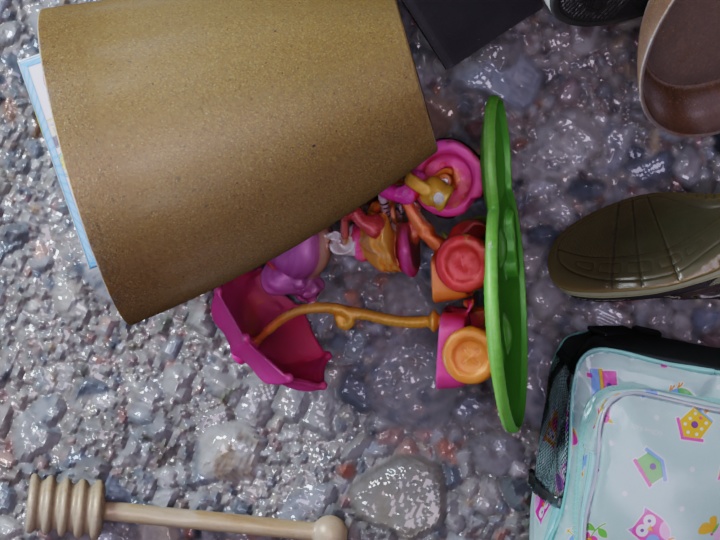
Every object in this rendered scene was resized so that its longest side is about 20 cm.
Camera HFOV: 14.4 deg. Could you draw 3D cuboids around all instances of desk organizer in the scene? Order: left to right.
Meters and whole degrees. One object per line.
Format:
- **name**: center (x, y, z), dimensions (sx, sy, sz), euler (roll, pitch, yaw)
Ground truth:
- **desk organizer**: center (0.035, -0.203, 1.637), dimensions (0.072, 0.200, 0.077), euler (-33, 63, 4)

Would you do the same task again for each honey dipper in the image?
- **honey dipper**: center (-0.107, 0.155, 1.761), dimensions (0.199, 0.038, 0.038), euler (7, 96, -4)

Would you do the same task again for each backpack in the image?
- **backpack**: center (0.187, 0.150, 1.703), dimensions (0.175, 0.153, 0.201), euler (10, 102, -6)

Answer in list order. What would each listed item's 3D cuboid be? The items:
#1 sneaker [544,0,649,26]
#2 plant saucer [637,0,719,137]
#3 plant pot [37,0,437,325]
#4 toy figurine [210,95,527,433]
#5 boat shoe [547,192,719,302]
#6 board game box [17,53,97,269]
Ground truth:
- **sneaker**: center (0.168, -0.206, 1.701), dimensions (0.199, 0.121, 0.084), euler (-4, 138, -35)
- **plant saucer**: center (0.236, -0.164, 1.667), dimensions (0.200, 0.200, 0.035), euler (-41, 59, 4)
- **plant pot**: center (-0.063, -0.086, 1.620), dimensions (0.199, 0.186, 0.187), euler (-16, 96, 3)
- **toy figurine**: center (0.000, 0.000, 1.696), dimensions (0.183, 0.150, 0.201), euler (-2, 102, 9)
- **boat shoe**: center (0.216, -0.011, 1.724), dimensions (0.200, 0.066, 0.072), euler (-15, 52, 15)
- **board game box**: center (-0.093, -0.097, 1.733), dimensions (0.199, 0.034, 0.135), euler (-18, 96, 2)
